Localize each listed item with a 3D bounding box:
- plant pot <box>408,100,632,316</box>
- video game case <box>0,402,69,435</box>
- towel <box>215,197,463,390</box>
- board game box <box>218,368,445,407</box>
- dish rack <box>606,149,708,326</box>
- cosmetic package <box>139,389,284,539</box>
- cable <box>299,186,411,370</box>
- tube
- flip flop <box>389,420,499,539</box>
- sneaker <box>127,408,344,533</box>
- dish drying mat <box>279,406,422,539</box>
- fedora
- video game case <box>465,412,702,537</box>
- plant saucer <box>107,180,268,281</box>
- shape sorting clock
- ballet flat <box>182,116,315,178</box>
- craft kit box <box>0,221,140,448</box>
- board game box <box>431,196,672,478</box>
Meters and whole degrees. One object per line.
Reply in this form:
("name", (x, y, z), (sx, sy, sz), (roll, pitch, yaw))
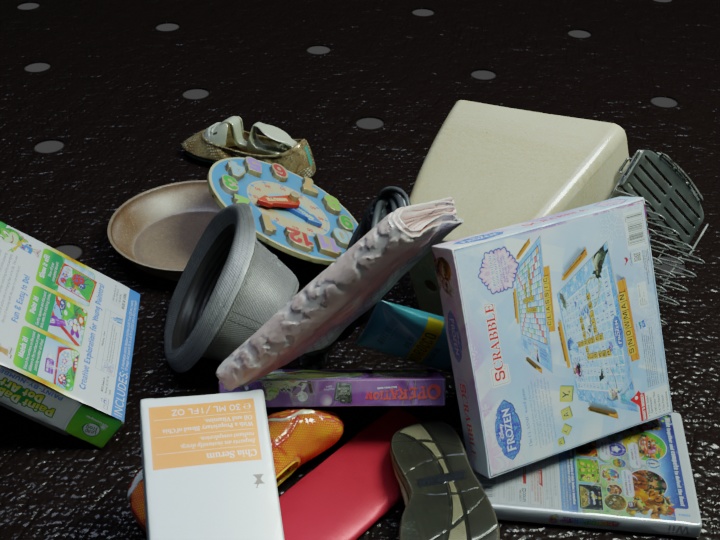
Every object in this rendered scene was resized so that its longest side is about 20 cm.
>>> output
("plant pot", (0.152, -0.029, 1.119), (0.199, 0.201, 0.177), (15, 48, 35))
("video game case", (-0.342, 0.050, 1.056), (0.181, 0.022, 0.201), (31, 25, -23))
("towel", (-0.010, 0.017, 0.914), (0.032, 0.200, 0.191), (50, 20, 8))
("board game box", (-0.025, 0.107, 1.009), (0.197, 0.033, 0.120), (0, -5, 0))
("dish rack", (0.272, -0.008, 1.066), (0.054, 0.153, 0.201), (24, 80, 52))
("cosmetic package", (-0.111, 0.196, 0.828), (0.100, 0.072, 0.202), (-4, 54, -13))
("cable", (0.000, 0.000, 1.093), (0.050, 0.201, 0.164), (29, 27, -5))
("tube", (0.098, 0.074, 1.028), (0.198, 0.078, 0.051), (16, 47, -10))
("flip flop", (0.064, 0.200, 0.899), (0.080, 0.058, 0.201), (-7, 29, -5))
("sneaker", (-0.097, 0.178, 0.935), (0.198, 0.073, 0.077), (-22, 61, -24))
("dish drying mat", (-0.003, 0.187, 0.952), (0.076, 0.018, 0.199), (27, 41, 30))
("fedora", (-0.122, 0.029, 1.092), (0.090, 0.178, 0.200), (26, 0, -18))
("video game case", (0.192, 0.171, 0.978), (0.197, 0.018, 0.144), (4, 33, 5))
("plant saucer", (-0.191, -0.042, 1.274), (0.198, 0.037, 0.201), (1, 34, 0))
("shape sorting clock", (-0.082, -0.072, 1.260), (0.198, 0.039, 0.201), (25, 29, -15))
("ballet flat", (-0.147, -0.167, 1.437), (0.198, 0.066, 0.071), (14, 36, 20))
("craft kit box", (-0.308, 0.049, 1.033), (0.197, 0.049, 0.201), (34, 25, -24))
("board game box", (0.171, 0.054, 0.961), (0.198, 0.202, 0.041), (-14, 10, -22))
